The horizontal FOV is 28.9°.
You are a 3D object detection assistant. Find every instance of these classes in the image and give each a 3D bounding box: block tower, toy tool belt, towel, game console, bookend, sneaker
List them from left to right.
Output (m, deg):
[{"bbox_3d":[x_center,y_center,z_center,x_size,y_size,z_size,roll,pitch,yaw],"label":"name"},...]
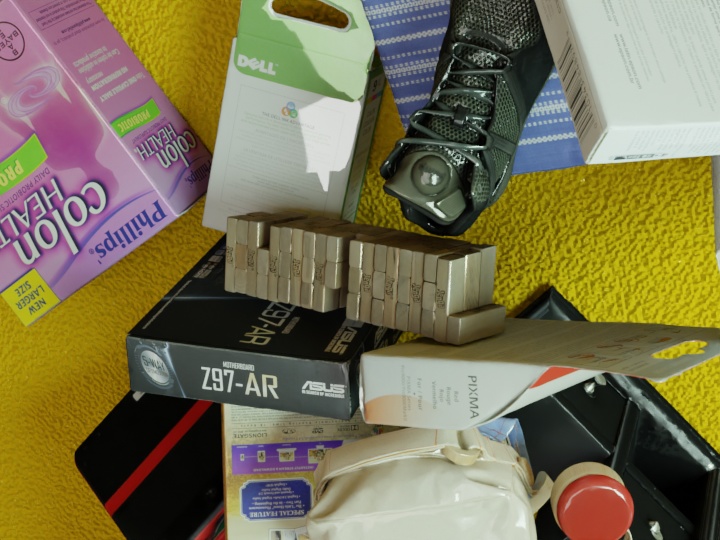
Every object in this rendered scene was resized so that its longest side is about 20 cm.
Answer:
[{"bbox_3d":[-0.117,0.120,1.055,0.200,0.177,0.031,-48,131,-2],"label":"game console"},{"bbox_3d":[0.000,0.000,0.918,0.200,0.054,0.058,13,107,37],"label":"block tower"},{"bbox_3d":[0.066,0.142,0.892,0.199,0.123,0.125,-13,107,5],"label":"toy tool belt"},{"bbox_3d":[0.070,-0.103,0.870,0.076,0.114,0.200,22,125,9],"label":"sneaker"},{"bbox_3d":[0.079,-0.151,0.921,0.144,0.024,0.200,-7,117,28],"label":"towel"},{"bbox_3d":[0.155,0.144,0.981,0.200,0.199,0.092,45,119,-3],"label":"bookend"}]

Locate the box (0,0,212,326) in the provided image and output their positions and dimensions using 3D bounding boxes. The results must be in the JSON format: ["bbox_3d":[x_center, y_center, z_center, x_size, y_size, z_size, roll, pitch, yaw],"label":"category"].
[{"bbox_3d":[-0.240,-0.092,1.067,0.176,0.097,0.200,-32,100,27],"label":"box"}]

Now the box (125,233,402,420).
[{"bbox_3d":[-0.054,0.032,1.000,0.160,0.200,0.044,6,115,16],"label":"box"}]

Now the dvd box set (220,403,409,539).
[{"bbox_3d":[-0.022,0.182,0.971,0.146,0.029,0.201,-3,90,-9],"label":"dvd box set"}]

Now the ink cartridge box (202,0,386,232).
[{"bbox_3d":[-0.043,-0.116,1.009,0.104,0.059,0.201,17,112,11],"label":"ink cartridge box"}]

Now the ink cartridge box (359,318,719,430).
[{"bbox_3d":[0.125,0.065,0.854,0.200,0.162,0.050,4,100,36],"label":"ink cartridge box"}]

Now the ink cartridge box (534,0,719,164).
[{"bbox_3d":[0.199,-0.158,0.809,0.199,0.200,0.041,-5,153,-14],"label":"ink cartridge box"}]

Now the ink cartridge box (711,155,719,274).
[{"bbox_3d":[0.288,-0.068,0.837,0.145,0.200,0.088,-8,136,20],"label":"ink cartridge box"}]
